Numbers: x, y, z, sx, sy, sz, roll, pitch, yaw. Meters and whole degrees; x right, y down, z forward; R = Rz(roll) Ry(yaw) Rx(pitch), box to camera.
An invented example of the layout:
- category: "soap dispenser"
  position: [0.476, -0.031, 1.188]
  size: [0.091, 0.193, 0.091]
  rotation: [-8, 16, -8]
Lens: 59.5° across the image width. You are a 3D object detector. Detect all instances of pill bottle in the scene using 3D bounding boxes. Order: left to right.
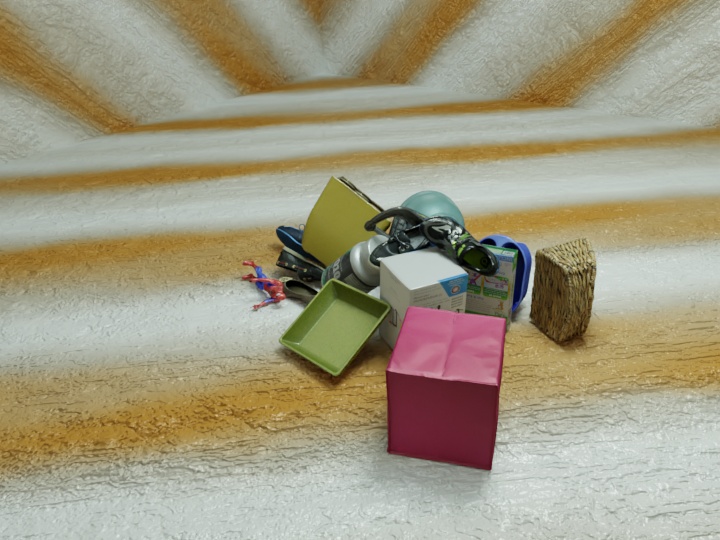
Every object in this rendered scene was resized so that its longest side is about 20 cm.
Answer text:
- category: "pill bottle"
  position: [0.000, 0.000, 1.534]
  size: [0.200, 0.114, 0.113]
  rotation: [-36, 0, 45]

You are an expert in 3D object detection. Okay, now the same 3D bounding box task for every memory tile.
- category: "memory tile"
  position: [-0.006, -0.205, 1.735]
  size: [0.153, 0.017, 0.200]
  rotation: [38, 0, -11]

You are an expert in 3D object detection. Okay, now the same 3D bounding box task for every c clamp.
- category: "c clamp"
  position: [0.078, -0.091, 1.509]
  size: [0.169, 0.200, 0.027]
  rotation: [-18, 64, 22]

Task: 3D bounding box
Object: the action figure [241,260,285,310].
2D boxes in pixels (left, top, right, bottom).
- category: "action figure"
  position: [-0.271, 0.039, 1.634]
  size: [0.098, 0.066, 0.199]
  rotation: [-14, 29, -37]

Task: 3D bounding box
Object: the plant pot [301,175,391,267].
- category: "plant pot"
  position: [-0.054, -0.106, 1.696]
  size: [0.195, 0.201, 0.194]
  rotation: [38, 1, 1]

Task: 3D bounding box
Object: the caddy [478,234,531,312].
- category: "caddy"
  position: [0.333, 0.012, 1.518]
  size: [0.140, 0.202, 0.105]
  rotation: [13, 15, 29]

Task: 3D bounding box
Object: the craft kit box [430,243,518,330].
- category: "craft kit box"
  position: [0.260, 0.031, 1.475]
  size: [0.198, 0.199, 0.048]
  rotation: [13, 28, 24]

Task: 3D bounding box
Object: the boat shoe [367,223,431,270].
- category: "boat shoe"
  position: [0.100, -0.063, 1.439]
  size: [0.198, 0.066, 0.075]
  rotation: [-19, 54, -32]

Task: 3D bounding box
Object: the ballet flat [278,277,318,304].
- category: "ballet flat"
  position: [-0.148, 0.053, 1.618]
  size: [0.067, 0.047, 0.199]
  rotation: [-25, 37, -34]

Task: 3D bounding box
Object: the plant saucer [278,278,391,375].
- category: "plant saucer"
  position: [-0.051, 0.132, 1.408]
  size: [0.199, 0.048, 0.200]
  rotation: [23, 64, 40]

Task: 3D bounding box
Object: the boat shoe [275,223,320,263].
- category: "boat shoe"
  position: [-0.160, -0.082, 1.840]
  size: [0.199, 0.085, 0.069]
  rotation: [31, 60, 24]

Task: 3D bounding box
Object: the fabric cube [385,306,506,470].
- category: "fabric cube"
  position: [0.158, 0.211, 1.159]
  size: [0.198, 0.198, 0.200]
  rotation: [6, 32, 14]

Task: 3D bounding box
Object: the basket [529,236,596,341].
- category: "basket"
  position: [0.488, 0.045, 1.427]
  size: [0.148, 0.202, 0.143]
  rotation: [-13, 29, -19]

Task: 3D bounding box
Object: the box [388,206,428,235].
- category: "box"
  position: [0.130, -0.045, 1.613]
  size: [0.051, 0.202, 0.157]
  rotation: [3, 20, -41]

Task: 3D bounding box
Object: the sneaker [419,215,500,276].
- category: "sneaker"
  position: [0.218, -0.056, 1.371]
  size: [0.199, 0.071, 0.083]
  rotation: [36, 10, 9]

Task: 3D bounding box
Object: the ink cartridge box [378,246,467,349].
- category: "ink cartridge box"
  position: [0.136, 0.078, 1.395]
  size: [0.146, 0.202, 0.145]
  rotation: [-14, 33, -21]

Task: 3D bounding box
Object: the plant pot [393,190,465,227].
- category: "plant pot"
  position: [0.199, -0.105, 1.696]
  size: [0.198, 0.202, 0.134]
  rotation: [-8, 18, -10]

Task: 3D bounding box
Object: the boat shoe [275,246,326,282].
- category: "boat shoe"
  position: [-0.139, 0.002, 1.700]
  size: [0.200, 0.064, 0.074]
  rotation: [26, -5, 22]
